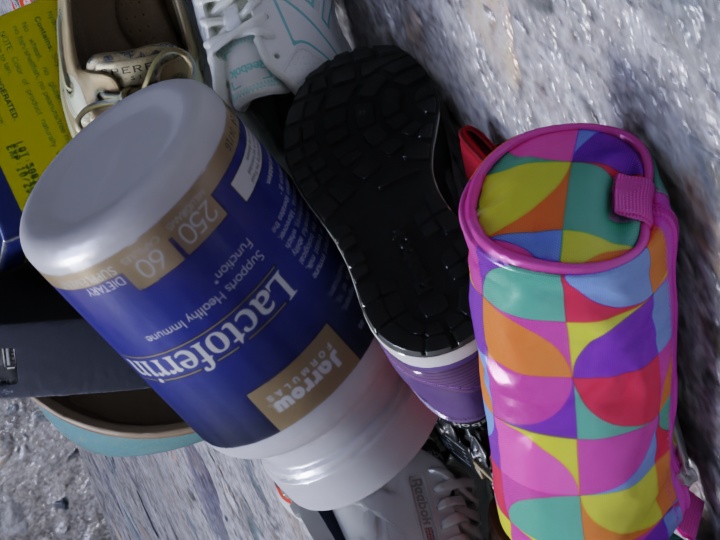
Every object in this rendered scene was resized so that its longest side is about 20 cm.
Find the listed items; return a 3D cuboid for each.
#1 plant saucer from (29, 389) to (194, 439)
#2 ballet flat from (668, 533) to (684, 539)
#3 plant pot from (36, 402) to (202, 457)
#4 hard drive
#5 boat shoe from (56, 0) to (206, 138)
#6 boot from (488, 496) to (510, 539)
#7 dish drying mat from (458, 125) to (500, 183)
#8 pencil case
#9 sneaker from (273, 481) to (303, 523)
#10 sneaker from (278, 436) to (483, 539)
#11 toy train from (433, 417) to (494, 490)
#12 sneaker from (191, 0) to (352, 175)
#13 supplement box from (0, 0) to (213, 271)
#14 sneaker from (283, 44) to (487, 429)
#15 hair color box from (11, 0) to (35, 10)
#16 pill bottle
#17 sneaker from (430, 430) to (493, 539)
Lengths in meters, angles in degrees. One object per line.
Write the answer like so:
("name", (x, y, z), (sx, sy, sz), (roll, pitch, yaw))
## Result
("plant saucer", (-0.112, 0.009, 1.436), (0.200, 0.200, 0.029), (59, 170, 28))
("ballet flat", (0.149, 0.165, 1.022), (0.069, 0.063, 0.200), (33, -177, -21))
("plant pot", (-0.096, 0.013, 1.540), (0.135, 0.200, 0.200), (-2, 117, 37))
("hard drive", (-0.127, 0.024, 1.345), (0.135, 0.200, 0.042), (-96, 2, -71))
("boat shoe", (-0.118, -0.120, 1.247), (0.063, 0.073, 0.200), (109, 146, -81))
("boot", (0.114, 0.215, 1.233), (0.200, 0.077, 0.155), (-127, 19, -53))
("dish drying mat", (0.082, 0.030, 1.163), (0.077, 0.018, 0.200), (52, 161, 50))
("pencil case", (0.089, 0.035, 1.008), (0.088, 0.088, 0.200), (55, 165, 40))
("sneaker", (0.003, 0.182, 1.653), (0.201, 0.067, 0.108), (24, 135, 67))
("sneaker", (0.028, 0.137, 1.257), (0.200, 0.080, 0.076), (56, -173, 33))
("toy train", (0.077, 0.096, 1.187), (0.046, 0.034, 0.200), (67, 168, -22))
("sneaker", (-0.047, -0.121, 1.234), (0.200, 0.070, 0.080), (63, -151, -10))
("supplement box", (-0.119, -0.093, 1.334), (0.109, 0.200, 0.110), (65, 168, 3))
("sneaker", (0.018, -0.013, 1.174), (0.088, 0.076, 0.200), (68, -175, -50))
("hair color box", (-0.123, -0.136, 1.478), (0.200, 0.111, 0.064), (55, 164, 39))
("pill bottle", (-0.056, 0.016, 1.197), (0.200, 0.116, 0.116), (48, 177, -28))
("sneaker", (0.022, 0.103, 1.420), (0.200, 0.076, 0.114), (86, 158, -51))
